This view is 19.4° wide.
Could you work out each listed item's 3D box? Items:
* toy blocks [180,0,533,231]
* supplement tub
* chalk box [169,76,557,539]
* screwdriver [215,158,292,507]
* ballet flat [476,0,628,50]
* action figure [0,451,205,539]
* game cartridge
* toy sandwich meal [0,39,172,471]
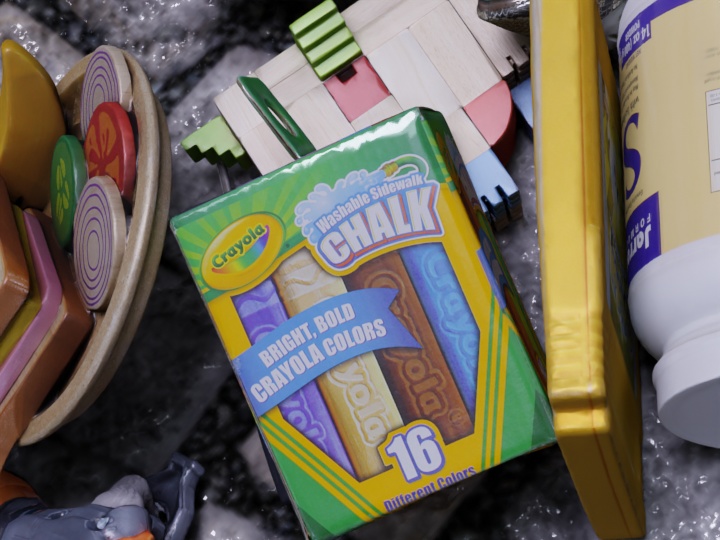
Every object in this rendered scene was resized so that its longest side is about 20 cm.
[{"bbox_3d":[0.028,-0.066,1.047,0.199,0.100,0.137,-34,75,-1],"label":"toy blocks"},{"bbox_3d":[0.191,-0.032,0.951,0.144,0.146,0.202,-4,67,12],"label":"supplement tub"},{"bbox_3d":[0.000,0.000,0.953,0.123,0.125,0.202,-22,92,8],"label":"chalk box"},{"bbox_3d":[-0.054,0.026,1.055,0.029,0.028,0.201,-36,58,29],"label":"screwdriver"},{"bbox_3d":[0.121,-0.154,1.033,0.067,0.076,0.200,-7,33,35],"label":"ballet flat"},{"bbox_3d":[-0.160,0.163,0.983,0.192,0.105,0.202,3,66,25],"label":"action figure"},{"bbox_3d":[0.105,0.000,0.943,0.032,0.176,0.202,-6,67,11],"label":"game cartridge"},{"bbox_3d":[-0.156,-0.011,0.956,0.205,0.070,0.207,-35,47,49],"label":"toy sandwich meal"}]
